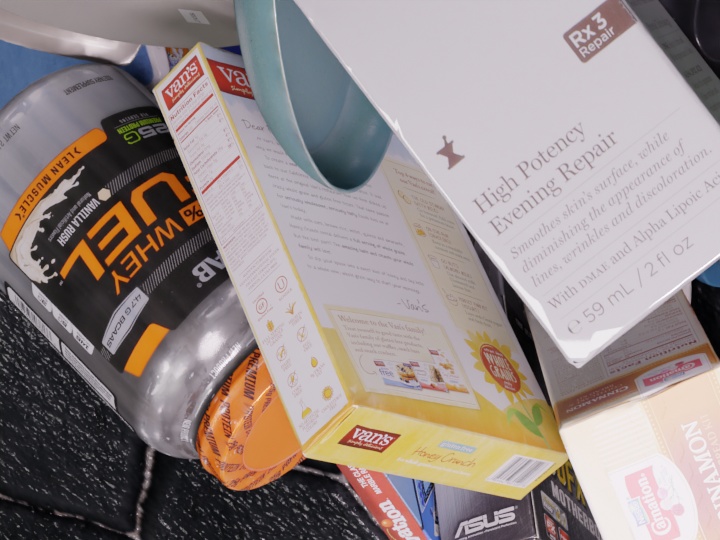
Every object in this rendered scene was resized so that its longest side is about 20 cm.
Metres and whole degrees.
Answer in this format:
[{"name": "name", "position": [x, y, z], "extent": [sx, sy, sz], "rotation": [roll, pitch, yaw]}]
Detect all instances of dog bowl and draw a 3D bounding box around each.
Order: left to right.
[{"name": "dog bowl", "position": [-0.107, -0.141, 1.168], "extent": [0.199, 0.059, 0.200], "rotation": [8, 172, 1]}]

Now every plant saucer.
[{"name": "plant saucer", "position": [-0.016, -0.133, 1.082], "extent": [0.027, 0.201, 0.201], "rotation": [1, 134, 18]}]

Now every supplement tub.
[{"name": "supplement tub", "position": [-0.094, 0.004, 1.229], "extent": [0.200, 0.122, 0.123], "rotation": [43, 150, 23]}]

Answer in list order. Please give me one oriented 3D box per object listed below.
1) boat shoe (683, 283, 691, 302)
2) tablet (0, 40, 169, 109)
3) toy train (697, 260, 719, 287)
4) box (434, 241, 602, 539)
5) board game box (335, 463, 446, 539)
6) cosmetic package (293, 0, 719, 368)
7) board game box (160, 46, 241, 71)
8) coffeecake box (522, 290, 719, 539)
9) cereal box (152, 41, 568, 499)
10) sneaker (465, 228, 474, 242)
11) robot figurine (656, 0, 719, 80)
[{"name": "boat shoe", "position": [0.081, -0.042, 1.217], "extent": [0.200, 0.072, 0.068], "rotation": [47, 162, -18]}, {"name": "tablet", "position": [-0.172, -0.135, 1.349], "extent": [0.200, 0.014, 0.131], "rotation": [-17, 89, 51]}, {"name": "toy train", "position": [0.157, -0.023, 1.087], "extent": [0.116, 0.085, 0.200], "rotation": [24, -179, 43]}, {"name": "box", "position": [0.092, 0.100, 1.233], "extent": [0.048, 0.159, 0.200], "rotation": [-18, 145, 19]}, {"name": "board game box", "position": [0.019, 0.042, 1.192], "extent": [0.019, 0.200, 0.103], "rotation": [-21, 127, 20]}, {"name": "cosmetic package", "position": [0.061, -0.076, 0.950], "extent": [0.102, 0.074, 0.200], "rotation": [-39, 88, 17]}, {"name": "board game box", "position": [-0.078, -0.031, 1.328], "extent": [0.134, 0.045, 0.201], "rotation": [-11, 96, 50]}, {"name": "coffeecake box", "position": [0.136, 0.091, 1.107], "extent": [0.073, 0.200, 0.154], "rotation": [-22, 104, 5]}, {"name": "cereal box", "position": [0.000, 0.000, 1.112], "extent": [0.040, 0.144, 0.200], "rotation": [-43, 52, 27]}, {"name": "sneaker", "position": [0.001, 0.005, 1.339], "extent": [0.081, 0.075, 0.200], "rotation": [35, 146, 8]}, {"name": "robot figurine", "position": [0.114, -0.102, 1.056], "extent": [0.200, 0.125, 0.151], "rotation": [-7, 119, 47]}]
